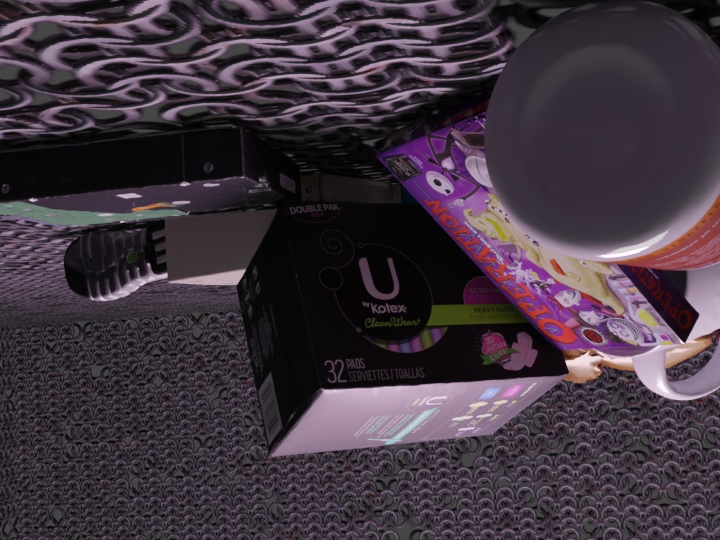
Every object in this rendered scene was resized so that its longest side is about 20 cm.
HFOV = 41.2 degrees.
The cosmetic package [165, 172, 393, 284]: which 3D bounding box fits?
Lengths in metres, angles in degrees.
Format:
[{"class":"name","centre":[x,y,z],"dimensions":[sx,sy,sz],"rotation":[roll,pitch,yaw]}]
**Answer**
[{"class":"cosmetic package","centre":[-0.075,-0.032,0.863],"dimensions":[0.199,0.074,0.103],"rotation":[-7,174,39]}]

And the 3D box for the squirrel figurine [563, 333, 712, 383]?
[{"class":"squirrel figurine","centre":[0.253,0.013,1.002],"dimensions":[0.141,0.188,0.200],"rotation":[26,134,-18]}]

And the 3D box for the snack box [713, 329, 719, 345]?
[{"class":"snack box","centre":[0.419,-0.010,0.945],"dimensions":[0.167,0.068,0.201],"rotation":[-5,-145,10]}]

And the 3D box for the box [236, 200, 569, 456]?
[{"class":"box","centre":[0.027,0.043,0.721],"dimensions":[0.198,0.150,0.124],"rotation":[-1,151,-26]}]

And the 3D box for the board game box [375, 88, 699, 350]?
[{"class":"board game box","centre":[0.111,-0.023,0.612],"dimensions":[0.200,0.032,0.120],"rotation":[45,159,-18]}]

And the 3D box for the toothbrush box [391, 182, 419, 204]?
[{"class":"toothbrush box","centre":[0.111,-0.034,0.916],"dimensions":[0.198,0.086,0.146],"rotation":[-2,174,-16]}]

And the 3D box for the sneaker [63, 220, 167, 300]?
[{"class":"sneaker","centre":[-0.220,-0.010,1.038],"dimensions":[0.199,0.076,0.115],"rotation":[-8,176,34]}]

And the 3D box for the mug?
[{"class":"mug","centre":[0.243,-0.003,0.709],"dimensions":[0.174,0.202,0.147],"rotation":[-13,-167,-31]}]

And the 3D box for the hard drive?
[{"class":"hard drive","centre":[-0.153,-0.061,0.660],"dimensions":[0.198,0.038,0.140],"rotation":[-6,175,12]}]

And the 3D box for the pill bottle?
[{"class":"pill bottle","centre":[0.150,-0.056,0.483],"dimensions":[0.111,0.113,0.199],"rotation":[-6,174,32]}]
